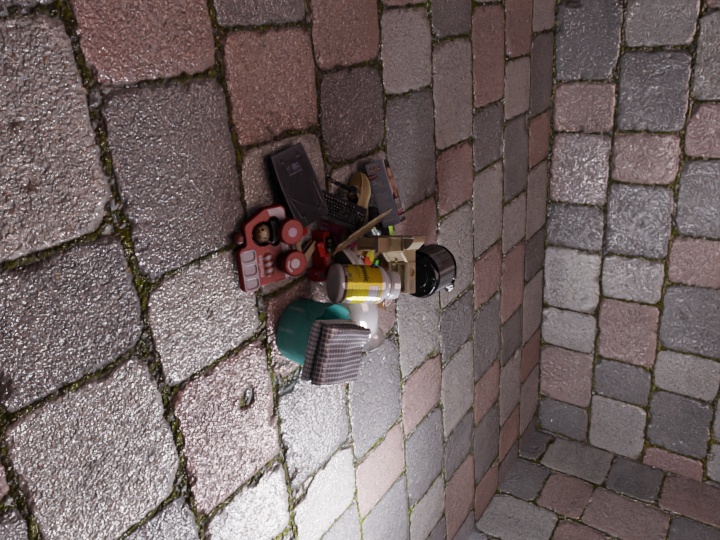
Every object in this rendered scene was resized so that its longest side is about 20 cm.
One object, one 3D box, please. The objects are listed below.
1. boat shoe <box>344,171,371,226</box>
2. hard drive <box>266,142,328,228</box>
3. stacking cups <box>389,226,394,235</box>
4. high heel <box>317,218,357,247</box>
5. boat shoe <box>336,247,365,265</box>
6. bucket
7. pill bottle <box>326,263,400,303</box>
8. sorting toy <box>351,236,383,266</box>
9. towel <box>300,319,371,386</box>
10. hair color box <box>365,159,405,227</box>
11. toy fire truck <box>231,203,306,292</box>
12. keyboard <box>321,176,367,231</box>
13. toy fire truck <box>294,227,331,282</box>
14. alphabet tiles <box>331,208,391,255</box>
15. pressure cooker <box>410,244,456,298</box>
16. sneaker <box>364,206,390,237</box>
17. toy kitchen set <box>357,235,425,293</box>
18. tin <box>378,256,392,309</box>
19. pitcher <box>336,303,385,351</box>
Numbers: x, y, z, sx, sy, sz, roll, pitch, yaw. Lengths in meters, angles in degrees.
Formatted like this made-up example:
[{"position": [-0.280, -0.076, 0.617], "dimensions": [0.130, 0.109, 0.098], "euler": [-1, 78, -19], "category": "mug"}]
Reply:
[{"position": [-0.014, -0.218, 1.741], "dimensions": [0.076, 0.071, 0.201], "euler": [32, 44, -42], "category": "boat shoe"}, {"position": [-0.166, -0.218, 1.539], "dimensions": [0.135, 0.042, 0.201], "euler": [-38, 114, -44], "category": "hard drive"}, {"position": [0.084, -0.177, 1.945], "dimensions": [0.060, 0.060, 0.202], "euler": [-26, 120, -50], "category": "stacking cups"}, {"position": [-0.038, -0.111, 1.750], "dimensions": [0.200, 0.095, 0.068], "euler": [40, 67, -53], "category": "high heel"}, {"position": [0.001, 0.000, 1.826], "dimensions": [0.202, 0.074, 0.065], "euler": [50, 60, -21], "category": "boat shoe"}, {"position": [-0.129, 0.179, 1.664], "dimensions": [0.207, 0.134, 0.209], "euler": [-24, 120, -51], "category": "bucket"}, {"position": [0.011, 0.039, 1.698], "dimensions": [0.198, 0.111, 0.112], "euler": [3, 98, -25], "category": "pill bottle"}, {"position": [0.018, 0.010, 1.924], "dimensions": [0.200, 0.036, 0.186], "euler": [41, 66, -53], "category": "sorting toy"}, {"position": [-0.061, 0.219, 1.579], "dimensions": [0.199, 0.085, 0.167], "euler": [8, 94, -56], "category": "towel"}, {"position": [0.079, -0.241, 1.840], "dimensions": [0.099, 0.060, 0.202], "euler": [-36, 110, -73], "category": "hair color box"}, {"position": [-0.236, -0.057, 1.476], "dimensions": [0.167, 0.112, 0.202], "euler": [-18, 115, -32], "category": "toy fire truck"}, {"position": [-0.071, -0.198, 1.639], "dimensions": [0.199, 0.021, 0.128], "euler": [21, 75, -18], "category": "keyboard"}, {"position": [-0.141, -0.055, 1.656], "dimensions": [0.141, 0.048, 0.202], "euler": [-23, 119, -51], "category": "toy fire truck"}, {"position": [0.003, -0.111, 1.704], "dimensions": [0.199, 0.166, 0.006], "euler": [-36, 88, -17], "category": "alphabet tiles"}, {"position": [0.254, -0.002, 2.147], "dimensions": [0.199, 0.178, 0.177], "euler": [-23, 115, -50], "category": "pressure cooker"}, {"position": [0.035, -0.135, 1.872], "dimensions": [0.200, 0.082, 0.072], "euler": [62, 33, -47], "category": "sneaker"}, {"position": [0.114, -0.016, 1.773], "dimensions": [0.199, 0.162, 0.182], "euler": [-4, 95, -51], "category": "toy kitchen set"}, {"position": [0.092, 0.037, 2.009], "dimensions": [0.112, 0.042, 0.202], "euler": [-30, 132, -57], "category": "tin"}, {"position": [-0.005, 0.129, 1.845], "dimensions": [0.121, 0.172, 0.201], "euler": [-27, 124, -4], "category": "pitcher"}]
